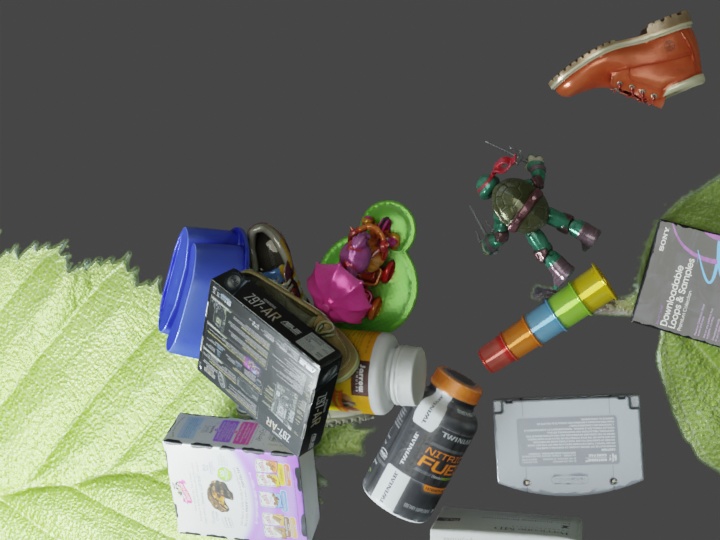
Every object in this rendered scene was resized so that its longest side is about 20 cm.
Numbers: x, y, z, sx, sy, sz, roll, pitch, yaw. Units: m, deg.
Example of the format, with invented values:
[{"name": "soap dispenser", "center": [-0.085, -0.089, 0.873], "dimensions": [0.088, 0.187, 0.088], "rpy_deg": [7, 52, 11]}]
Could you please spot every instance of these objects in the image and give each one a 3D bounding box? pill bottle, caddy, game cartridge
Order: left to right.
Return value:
[{"name": "caddy", "center": [-0.209, 0.033, 1.577], "dimensions": [0.104, 0.141, 0.202], "rpy_deg": [11, 109, -23]}, {"name": "pill bottle", "center": [-0.016, 0.133, 1.505], "dimensions": [0.198, 0.109, 0.110], "rpy_deg": [3, 93, 18]}, {"name": "pill bottle", "center": [0.091, 0.232, 1.539], "dimensions": [0.106, 0.106, 0.201], "rpy_deg": [29, 98, 10]}, {"name": "game cartridge", "center": [0.282, 0.237, 1.533], "dimensions": [0.198, 0.040, 0.135], "rpy_deg": [-3, 88, 13]}]

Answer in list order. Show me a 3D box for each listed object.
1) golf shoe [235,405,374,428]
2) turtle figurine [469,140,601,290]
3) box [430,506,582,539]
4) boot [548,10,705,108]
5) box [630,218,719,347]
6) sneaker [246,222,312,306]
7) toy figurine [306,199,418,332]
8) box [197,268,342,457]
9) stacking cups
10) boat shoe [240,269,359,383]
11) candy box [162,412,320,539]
[{"name": "golf shoe", "center": [-0.077, 0.171, 1.595], "dimensions": [0.198, 0.078, 0.098], "rpy_deg": [4, 85, 10]}, {"name": "turtle figurine", "center": [0.215, -0.076, 1.506], "dimensions": [0.200, 0.101, 0.150], "rpy_deg": [39, 99, 5]}, {"name": "box", "center": [0.195, 0.434, 1.511], "dimensions": [0.197, 0.131, 0.202], "rpy_deg": [2, 93, 12]}, {"name": "boot", "center": [0.351, -0.254, 1.481], "dimensions": [0.198, 0.075, 0.108], "rpy_deg": [-20, 93, 12]}, {"name": "box", "center": [0.470, 0.026, 1.481], "dimensions": [0.198, 0.036, 0.144], "rpy_deg": [16, 96, 13]}, {"name": "sneaker", "center": [-0.114, 0.030, 1.581], "dimensions": [0.074, 0.090, 0.201], "rpy_deg": [-24, 86, 2]}, {"name": "toy figurine", "center": [0.000, 0.000, 1.512], "dimensions": [0.149, 0.184, 0.202], "rpy_deg": [24, 96, 11]}, {"name": "box", "center": [-0.121, 0.117, 1.440], "dimensions": [0.199, 0.043, 0.161], "rpy_deg": [36, 132, 27]}, {"name": "stacking cups", "center": [0.247, 0.067, 1.521], "dimensions": [0.199, 0.060, 0.061], "rpy_deg": [-34, 85, 12]}, {"name": "boat shoe", "center": [-0.084, 0.070, 1.456], "dimensions": [0.073, 0.063, 0.201], "rpy_deg": [-44, 62, -6]}, {"name": "candy box", "center": [-0.165, 0.294, 1.585], "dimensions": [0.198, 0.072, 0.169], "rpy_deg": [4, 120, 13]}]
